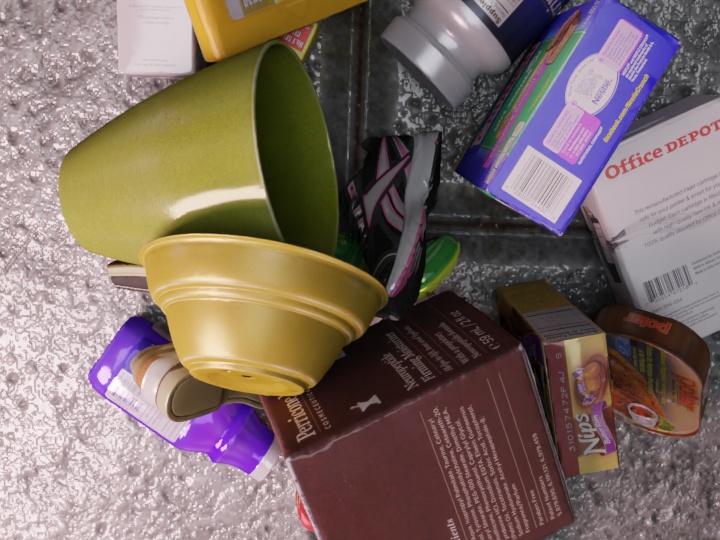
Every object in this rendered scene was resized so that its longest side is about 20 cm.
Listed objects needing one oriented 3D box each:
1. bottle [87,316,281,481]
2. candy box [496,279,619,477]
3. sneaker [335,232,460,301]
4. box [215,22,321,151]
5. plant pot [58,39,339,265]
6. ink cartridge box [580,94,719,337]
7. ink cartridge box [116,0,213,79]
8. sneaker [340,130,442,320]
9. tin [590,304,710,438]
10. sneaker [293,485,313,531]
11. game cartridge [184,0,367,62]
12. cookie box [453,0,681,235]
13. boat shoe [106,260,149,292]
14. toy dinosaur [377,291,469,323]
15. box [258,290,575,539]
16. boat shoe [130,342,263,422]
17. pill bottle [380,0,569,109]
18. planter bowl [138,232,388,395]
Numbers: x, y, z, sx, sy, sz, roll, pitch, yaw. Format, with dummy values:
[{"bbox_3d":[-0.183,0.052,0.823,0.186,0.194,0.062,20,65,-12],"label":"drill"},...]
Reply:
[{"bbox_3d":[-0.166,0.131,0.855,0.199,0.065,0.084,36,94,-8],"label":"bottle"},{"bbox_3d":[0.173,0.089,0.787,0.055,0.200,0.119,-9,102,1],"label":"candy box"},{"bbox_3d":[0.000,0.000,0.829,0.197,0.074,0.085,-17,105,2],"label":"sneaker"},{"bbox_3d":[-0.110,-0.151,0.808,0.074,0.050,0.202,27,99,-6],"label":"box"},{"bbox_3d":[-0.139,-0.073,0.722,0.197,0.187,0.190,-9,102,16],"label":"plant pot"},{"bbox_3d":[0.298,-0.045,0.823,0.144,0.084,0.203,-23,102,3],"label":"ink cartridge box"},{"bbox_3d":[-0.166,-0.270,0.750,0.067,0.116,0.204,2,100,-2],"label":"ink cartridge box"},{"bbox_3d":[0.020,-0.044,0.789,0.085,0.202,0.081,6,140,10],"label":"sneaker"},{"bbox_3d":[0.266,0.096,0.808,0.111,0.201,0.042,22,68,29],"label":"tin"},{"bbox_3d":[0.001,0.173,0.857,0.076,0.085,0.202,28,97,-7],"label":"sneaker"},{"bbox_3d":[-0.082,-0.296,0.706,0.175,0.032,0.203,-31,117,-28],"label":"game cartridge"},{"bbox_3d":[0.163,-0.132,0.744,0.075,0.200,0.173,30,98,-6],"label":"cookie box"},{"bbox_3d":[-0.146,0.018,0.811,0.197,0.072,0.067,0,104,18],"label":"boat shoe"},{"bbox_3d":[0.059,0.086,0.820,0.199,0.058,0.102,-33,97,-21],"label":"toy dinosaur"},{"bbox_3d":[0.040,0.146,0.722,0.197,0.166,0.166,-23,109,-9],"label":"box"},{"bbox_3d":[-0.121,0.085,0.806,0.068,0.199,0.076,30,106,32],"label":"boat shoe"},{"bbox_3d":[0.116,-0.248,0.763,0.116,0.116,0.200,42,98,-9],"label":"pill bottle"},{"bbox_3d":[-0.081,0.047,0.670,0.197,0.201,0.085,10,72,-4],"label":"planter bowl"}]
